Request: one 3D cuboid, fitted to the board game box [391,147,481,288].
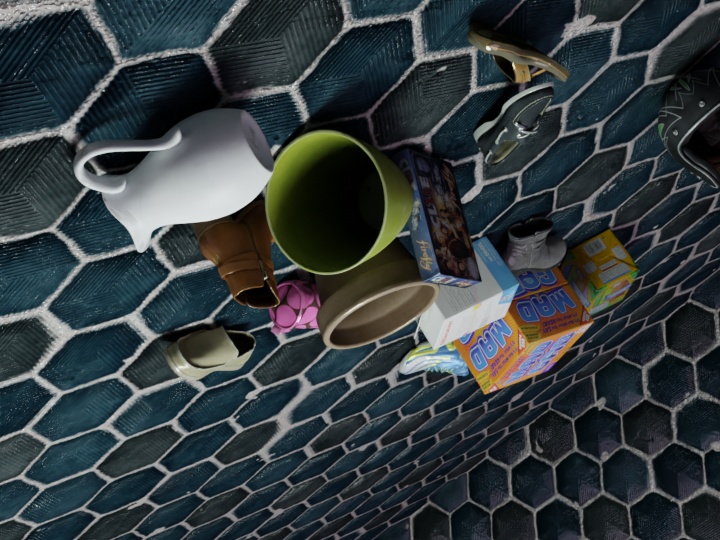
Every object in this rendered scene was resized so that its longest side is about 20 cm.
[{"bbox_3d":[0.117,-0.078,1.508,0.034,0.203,0.135,-22,164,31],"label":"board game box"}]

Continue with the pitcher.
[{"bbox_3d":[-0.216,-0.121,1.150,0.198,0.123,0.172,-24,148,13],"label":"pitcher"}]

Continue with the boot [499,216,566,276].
[{"bbox_3d":[0.367,-0.058,2.013,0.198,0.070,0.133,-21,149,-33],"label":"boot"}]

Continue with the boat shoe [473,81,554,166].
[{"bbox_3d":[0.239,-0.219,1.489,0.075,0.061,0.200,-15,169,-20],"label":"boat shoe"}]

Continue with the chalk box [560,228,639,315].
[{"bbox_3d":[0.545,0.022,2.297,0.123,0.125,0.201,-25,155,-12],"label":"chalk box"}]

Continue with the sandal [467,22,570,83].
[{"bbox_3d":[0.211,-0.290,1.362,0.198,0.080,0.055,5,122,-44],"label":"sandal"}]

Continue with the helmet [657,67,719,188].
[{"bbox_3d":[0.631,-0.269,1.773,0.200,0.191,0.200,-42,-170,9],"label":"helmet"}]

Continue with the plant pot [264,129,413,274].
[{"bbox_3d":[-0.005,-0.099,1.384,0.187,0.188,0.199,-42,167,23],"label":"plant pot"}]

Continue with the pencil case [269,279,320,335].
[{"bbox_3d":[-0.073,0.067,1.697,0.199,0.090,0.095,7,101,-52],"label":"pencil case"}]

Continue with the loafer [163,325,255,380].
[{"bbox_3d":[-0.246,0.128,1.629,0.068,0.076,0.199,-44,163,23],"label":"loafer"}]

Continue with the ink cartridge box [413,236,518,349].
[{"bbox_3d":[0.183,0.049,1.914,0.198,0.126,0.129,-23,154,-19],"label":"ink cartridge box"}]

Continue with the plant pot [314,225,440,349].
[{"bbox_3d":[0.000,0.000,1.537,0.198,0.176,0.201,-23,158,-10],"label":"plant pot"}]

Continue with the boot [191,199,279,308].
[{"bbox_3d":[-0.139,-0.022,1.361,0.077,0.156,0.199,-40,155,20],"label":"boot"}]

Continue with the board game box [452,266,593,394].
[{"bbox_3d":[0.329,0.106,2.107,0.198,0.201,0.201,-14,151,-34],"label":"board game box"}]

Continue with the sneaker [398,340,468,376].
[{"bbox_3d":[0.189,0.204,2.240,0.198,0.106,0.076,-29,156,-7],"label":"sneaker"}]
